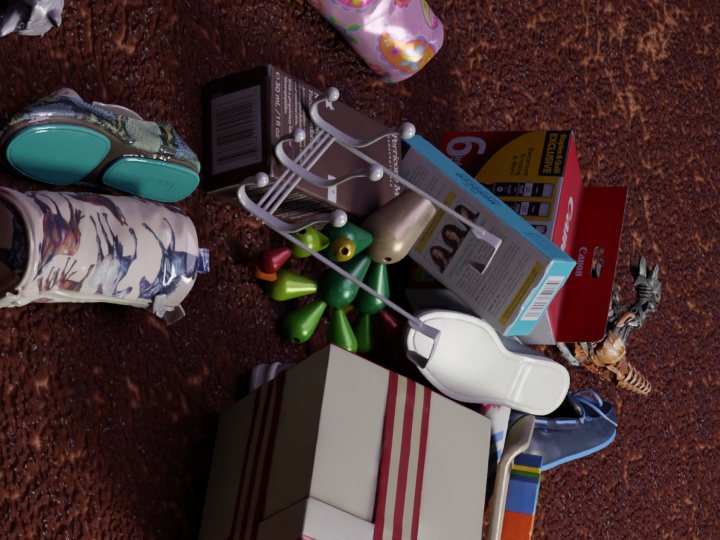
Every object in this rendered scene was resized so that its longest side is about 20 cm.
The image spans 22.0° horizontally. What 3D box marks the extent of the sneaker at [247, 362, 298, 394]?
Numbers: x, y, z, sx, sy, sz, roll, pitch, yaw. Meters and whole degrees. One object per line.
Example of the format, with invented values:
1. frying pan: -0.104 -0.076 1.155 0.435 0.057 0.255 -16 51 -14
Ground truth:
1. sneaker: -0.009 0.130 1.523 0.200 0.082 0.075 33 53 -52

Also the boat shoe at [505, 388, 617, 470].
1. boat shoe: 0.204 0.149 1.851 0.200 0.084 0.069 -18 105 -60

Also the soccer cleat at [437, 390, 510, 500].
1. soccer cleat: 0.100 0.157 1.718 0.200 0.069 0.087 -69 156 -45

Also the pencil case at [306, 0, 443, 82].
1. pencil case: -0.006 -0.256 1.674 0.200 0.087 0.088 42 46 -42

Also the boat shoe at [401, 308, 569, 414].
1. boat shoe: 0.101 0.077 1.644 0.199 0.062 0.073 23 97 -39

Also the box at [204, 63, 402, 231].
1. box: -0.044 -0.091 1.561 0.200 0.075 0.101 22 61 -55

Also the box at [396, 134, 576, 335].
1. box: 0.088 -0.033 1.633 0.200 0.082 0.049 41 20 26

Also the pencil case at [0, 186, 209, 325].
1. pencil case: -0.193 -0.010 1.290 0.200 0.078 0.090 3 57 -58

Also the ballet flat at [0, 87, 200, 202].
1. ballet flat: -0.198 -0.096 1.341 0.200 0.074 0.075 18 64 -56

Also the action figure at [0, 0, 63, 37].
1. action figure: -0.273 -0.218 1.222 0.193 0.104 0.201 43 42 -28

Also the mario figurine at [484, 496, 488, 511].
1. mario figurine: 0.045 0.242 1.571 0.123 0.105 0.201 -115 -146 -87

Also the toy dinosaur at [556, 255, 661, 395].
1. toy dinosaur: 0.254 0.059 1.986 0.136 0.102 0.200 -59 147 -30

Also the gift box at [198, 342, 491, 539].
1. gift box: 0.000 0.191 1.381 0.199 0.184 0.188 24 54 -22

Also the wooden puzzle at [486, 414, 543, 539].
1. wooden puzzle: 0.128 0.233 1.596 0.185 0.046 0.201 -26 129 -82

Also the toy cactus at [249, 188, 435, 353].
1. toy cactus: 0.000 0.000 1.537 0.165 0.102 0.200 -46 137 -9

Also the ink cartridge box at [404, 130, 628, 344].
1. ink cartridge box: 0.150 -0.033 1.734 0.084 0.175 0.201 70 27 -48

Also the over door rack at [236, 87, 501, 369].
1. over door rack: 0.018 -0.044 1.450 0.200 0.067 0.148 41 43 -4
